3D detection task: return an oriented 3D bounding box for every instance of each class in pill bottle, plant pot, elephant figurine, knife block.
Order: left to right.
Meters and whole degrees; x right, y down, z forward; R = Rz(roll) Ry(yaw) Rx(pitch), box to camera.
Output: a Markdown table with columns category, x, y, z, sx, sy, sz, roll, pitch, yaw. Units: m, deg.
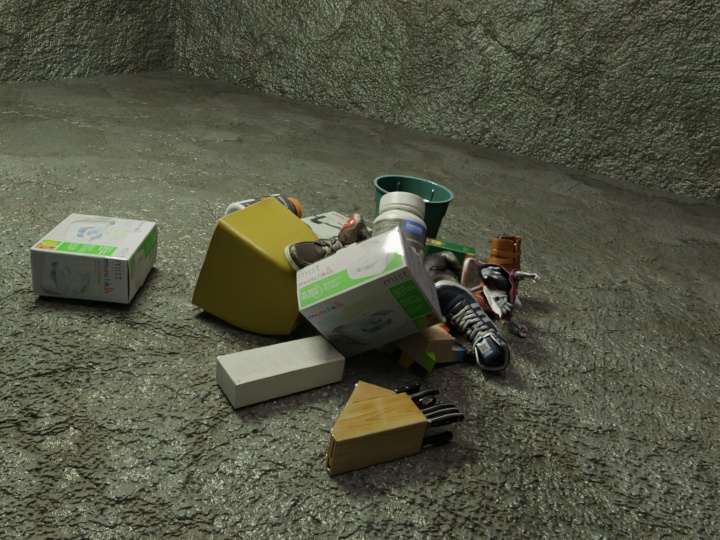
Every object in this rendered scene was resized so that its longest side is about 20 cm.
| category | x | y | z | sx | sy | sz | roll | pitch | yaw |
| --- | --- | --- | --- | --- | --- | --- | --- | --- | --- |
| pill bottle | -0.238 | -0.134 | 1.523 | 0.105 | 0.107 | 0.199 | 25 | 29 | 30 |
| plant pot | -0.169 | 0.010 | 1.159 | 0.199 | 0.197 | 0.194 | 33 | 29 | 11 |
| pill bottle | 0.075 | -0.047 | 1.216 | 0.112 | 0.203 | 0.114 | 7 | -17 | 2 |
| knife block | 0.058 | 0.238 | 0.892 | 0.173 | 0.065 | 0.200 | 15 | 25 | 12 |
| plant pot | 0.114 | -0.113 | 1.505 | 0.197 | 0.198 | 0.201 | 9 | 24 | -4 |
| elephant figurine | 0.170 | 0.060 | 1.261 | 0.153 | 0.142 | 0.201 | -17 | 40 | 9 |

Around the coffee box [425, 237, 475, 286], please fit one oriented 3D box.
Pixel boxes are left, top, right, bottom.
| category | x | y | z | sx | sy | sz | roll | pitch | yaw |
| --- | --- | --- | --- | --- | --- | --- | --- | --- | --- |
| coffee box | 0.158 | -0.012 | 1.398 | 0.197 | 0.124 | 0.044 | 14 | 23 | 5 |

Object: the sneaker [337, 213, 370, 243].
| category | x | y | z | sx | sy | sz | roll | pitch | yaw |
| --- | --- | --- | --- | --- | --- | --- | --- | --- | --- |
| sneaker | 0.009 | -0.059 | 1.385 | 0.082 | 0.200 | 0.078 | 33 | 76 | 28 |

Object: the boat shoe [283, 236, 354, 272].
| category | x | y | z | sx | sy | sz | roll | pitch | yaw |
| --- | --- | --- | --- | --- | --- | --- | --- | --- | --- |
| boat shoe | -0.058 | -0.032 | 1.107 | 0.199 | 0.065 | 0.074 | -1 | 60 | -55 |

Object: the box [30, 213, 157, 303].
| category | x | y | z | sx | sy | sz | roll | pitch | yaw |
| --- | --- | --- | --- | --- | --- | --- | --- | --- | --- |
| box | -0.513 | -0.026 | 1.182 | 0.174 | 0.098 | 0.200 | 6 | 24 | -5 |

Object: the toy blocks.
| category | x | y | z | sx | sy | sz | roll | pitch | yaw |
| --- | --- | --- | --- | --- | --- | --- | --- | --- | --- |
| toy blocks | 0.120 | 0.117 | 1.165 | 0.136 | 0.101 | 0.200 | 4 | 24 | -42 |

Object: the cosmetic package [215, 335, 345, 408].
| category | x | y | z | sx | sy | sz | roll | pitch | yaw |
| --- | --- | --- | --- | --- | --- | --- | --- | --- | --- |
| cosmetic package | -0.130 | 0.164 | 0.993 | 0.198 | 0.051 | 0.082 | -8 | 27 | -34 |

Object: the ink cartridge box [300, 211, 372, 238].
| category | x | y | z | sx | sy | sz | roll | pitch | yaw |
| --- | --- | --- | --- | --- | --- | --- | --- | --- | --- |
| ink cartridge box | -0.085 | -0.071 | 1.474 | 0.146 | 0.084 | 0.199 | 27 | 29 | 31 |

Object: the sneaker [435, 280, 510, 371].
| category | x | y | z | sx | sy | sz | roll | pitch | yaw |
| --- | --- | --- | --- | --- | --- | --- | --- | --- | --- |
| sneaker | 0.210 | 0.107 | 1.131 | 0.200 | 0.070 | 0.109 | 44 | 18 | -17 |

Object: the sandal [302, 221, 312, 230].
| category | x | y | z | sx | sy | sz | roll | pitch | yaw |
| --- | --- | --- | --- | --- | --- | --- | --- | --- | --- |
| sandal | -0.143 | -0.058 | 1.306 | 0.079 | 0.201 | 0.058 | 22 | 64 | -3 |

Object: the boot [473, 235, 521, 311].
| category | x | y | z | sx | sy | sz | roll | pitch | yaw |
| --- | --- | --- | --- | --- | --- | --- | --- | --- | --- |
| boot | 0.306 | 0.005 | 1.370 | 0.198 | 0.157 | 0.076 | -11 | 23 | -39 |

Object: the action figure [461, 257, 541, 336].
| category | x | y | z | sx | sy | sz | roll | pitch | yaw |
| --- | --- | --- | --- | --- | --- | --- | --- | --- | --- |
| action figure | 0.295 | 0.057 | 1.274 | 0.147 | 0.136 | 0.200 | 15 | 1 | 21 |

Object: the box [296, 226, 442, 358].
| category | x | y | z | sx | sy | sz | roll | pitch | yaw |
| --- | --- | --- | --- | --- | --- | --- | --- | --- | --- |
| box | 0.017 | 0.042 | 1.044 | 0.198 | 0.177 | 0.097 | -22 | 48 | 15 |
